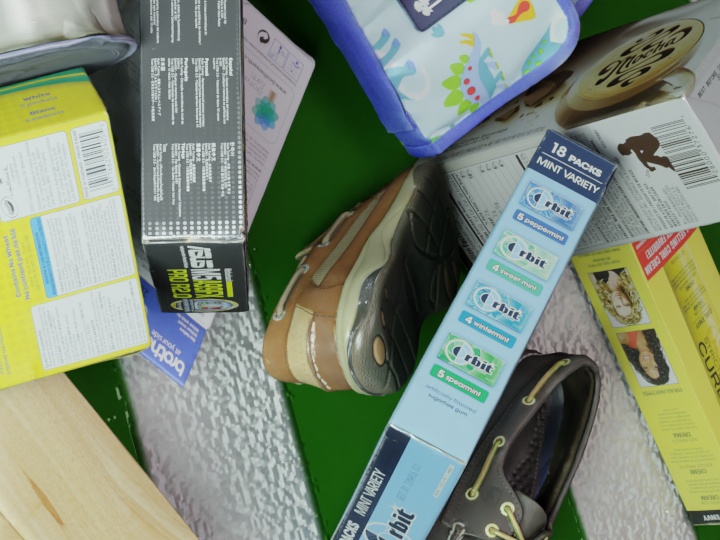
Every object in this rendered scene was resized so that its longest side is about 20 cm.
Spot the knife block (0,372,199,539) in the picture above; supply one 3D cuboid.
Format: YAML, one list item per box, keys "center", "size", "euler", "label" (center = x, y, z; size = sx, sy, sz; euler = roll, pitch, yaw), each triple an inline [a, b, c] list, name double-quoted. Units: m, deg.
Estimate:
- center: [-0.115, 0.125, 1.013]
  size: [0.175, 0.064, 0.201]
  euler: [5, 79, -47]
  label: "knife block"

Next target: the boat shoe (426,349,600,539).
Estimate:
- center: [0.075, 0.126, 1.214]
  size: [0.072, 0.060, 0.202]
  euler: [45, 53, -32]
  label: "boat shoe"

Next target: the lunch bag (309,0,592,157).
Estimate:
- center: [0.044, -0.187, 1.203]
  size: [0.200, 0.127, 0.170]
  euler: [-53, 124, -26]
  label: "lunch bag"

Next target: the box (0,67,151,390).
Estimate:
- center: [-0.191, 0.002, 0.889]
  size: [0.199, 0.048, 0.118]
  euler: [-16, 124, -14]
  label: "box"

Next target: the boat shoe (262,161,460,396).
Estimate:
- center: [0.000, 0.000, 1.146]
  size: [0.200, 0.073, 0.076]
  euler: [-56, 136, -63]
  label: "boat shoe"

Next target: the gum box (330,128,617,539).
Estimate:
- center: [0.052, 0.053, 1.134]
  size: [0.044, 0.170, 0.201]
  euler: [27, 55, 3]
  label: "gum box"

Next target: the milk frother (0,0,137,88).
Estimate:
- center: [-0.150, -0.168, 0.939]
  size: [0.199, 0.180, 0.189]
  euler: [-14, 89, -34]
  label: "milk frother"

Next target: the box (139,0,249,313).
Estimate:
- center: [-0.072, -0.093, 0.985]
  size: [0.044, 0.160, 0.201]
  euler: [-1, 78, -3]
  label: "box"

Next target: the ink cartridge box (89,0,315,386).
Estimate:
- center: [-0.100, -0.056, 1.080]
  size: [0.119, 0.042, 0.201]
  euler: [41, 52, -32]
  label: "ink cartridge box"

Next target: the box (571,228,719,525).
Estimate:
- center: [0.200, 0.053, 1.368]
  size: [0.075, 0.050, 0.201]
  euler: [-40, 111, -42]
  label: "box"

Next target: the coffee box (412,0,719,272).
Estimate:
- center: [0.138, -0.073, 1.218]
  size: [0.080, 0.199, 0.113]
  euler: [55, 49, -19]
  label: "coffee box"
